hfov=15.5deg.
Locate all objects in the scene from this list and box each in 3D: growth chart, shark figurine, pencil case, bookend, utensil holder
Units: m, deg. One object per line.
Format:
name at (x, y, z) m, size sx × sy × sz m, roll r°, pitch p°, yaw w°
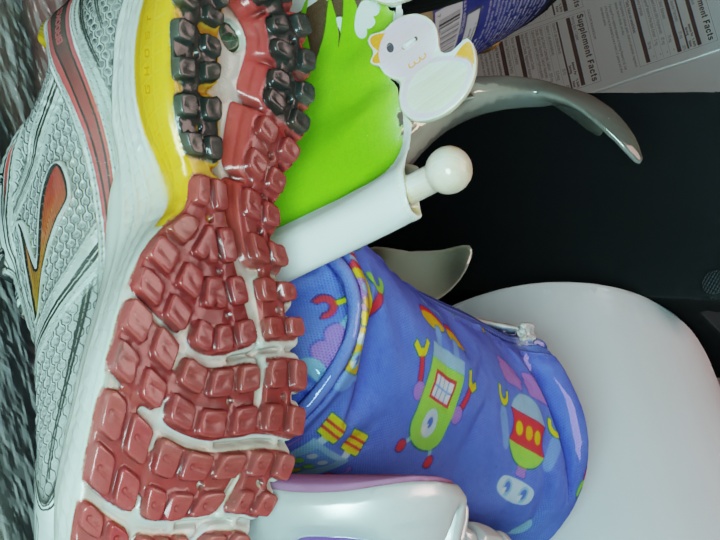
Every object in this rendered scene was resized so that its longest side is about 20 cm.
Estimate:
growth chart at (-0.036, -0.078, 0.815) m, size 0.018 × 0.145 × 0.201 m, roll 25°, pitch 40°, yaw -47°
shark figurine at (0.002, -0.022, 1.018) m, size 0.128 × 0.215 × 0.089 m, roll 43°, pitch -22°, yaw -3°
pencil case at (0.008, 0.040, 0.873) m, size 0.200 × 0.078 × 0.087 m, roll 29°, pitch 82°, yaw -58°
bookend at (0.115, 0.003, 1.174) m, size 0.199 × 0.199 × 0.092 m, roll 37°, pitch 61°, yaw -52°
utensil holder at (0.082, 0.128, 1.018) m, size 0.170 × 0.169 × 0.200 m, roll 60°, pitch 14°, yaw -45°

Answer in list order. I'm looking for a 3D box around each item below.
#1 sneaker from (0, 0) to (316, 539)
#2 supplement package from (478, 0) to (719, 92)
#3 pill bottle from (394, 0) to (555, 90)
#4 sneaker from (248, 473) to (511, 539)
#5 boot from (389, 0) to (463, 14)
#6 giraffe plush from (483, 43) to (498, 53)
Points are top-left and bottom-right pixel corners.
sneaker at (-0.064, 0.003, 0.751) m, size 0.078 × 0.082 × 0.201 m, roll 32°, pitch 55°, yaw -43°
supplement package at (0.173, -0.123, 1.773) m, size 0.152 × 0.199 × 0.151 m, roll 61°, pitch 15°, yaw -45°
pill bottle at (0.023, -0.139, 1.108) m, size 0.200 × 0.112 × 0.112 m, roll -34°, pitch 107°, yaw -48°
sneaker at (0.003, 0.116, 0.822) m, size 0.200 × 0.080 × 0.089 m, roll 50°, pitch 38°, yaw -75°
boot at (-0.031, -0.191, 0.977) m, size 0.069 × 0.199 × 0.175 m, roll 135°, pitch -43°, yaw -56°
giraffe plush at (-0.005, -0.204, 1.262) m, size 0.162 × 0.172 × 0.201 m, roll 43°, pitch 64°, yaw -46°
